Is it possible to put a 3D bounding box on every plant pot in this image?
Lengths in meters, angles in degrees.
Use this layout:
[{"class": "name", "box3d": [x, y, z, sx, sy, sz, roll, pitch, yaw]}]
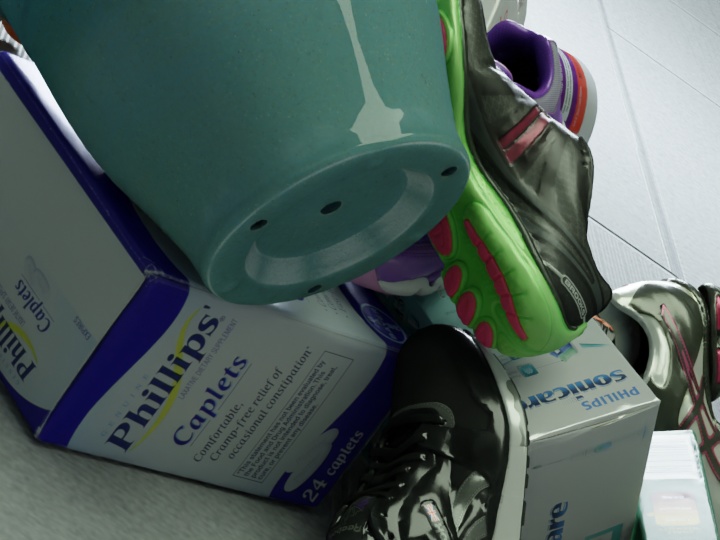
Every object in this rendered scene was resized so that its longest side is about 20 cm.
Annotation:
[{"class": "plant pot", "box3d": [-0.048, -0.094, 1.338, 0.200, 0.200, 0.188, 10, 48, -55]}]

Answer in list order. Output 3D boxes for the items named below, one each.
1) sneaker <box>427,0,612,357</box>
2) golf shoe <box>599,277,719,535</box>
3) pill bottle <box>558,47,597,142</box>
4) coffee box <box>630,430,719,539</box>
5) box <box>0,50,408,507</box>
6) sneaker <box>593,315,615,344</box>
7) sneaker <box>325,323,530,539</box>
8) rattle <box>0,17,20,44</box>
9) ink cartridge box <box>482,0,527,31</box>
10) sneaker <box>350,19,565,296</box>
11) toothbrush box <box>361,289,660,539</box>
[{"class": "sneaker", "box3d": [0.066, -0.056, 1.417, 0.084, 0.077, 0.200, -14, 84, -38]}, {"class": "golf shoe", "box3d": [0.182, 0.103, 1.720, 0.088, 0.077, 0.200, 5, 72, -36]}, {"class": "pill bottle", "box3d": [0.073, -0.140, 2.126, 0.200, 0.112, 0.112, 24, 22, -37]}, {"class": "coffee box", "box3d": [0.161, 0.177, 1.502, 0.044, 0.123, 0.200, 1, 23, 0]}, {"class": "box", "box3d": [-0.100, 0.006, 1.444, 0.200, 0.105, 0.184, 18, 26, -46]}, {"class": "sneaker", "box3d": [0.085, 0.032, 1.794, 0.200, 0.078, 0.075, 44, 47, 11]}, {"class": "sneaker", "box3d": [0.027, 0.112, 1.365, 0.088, 0.076, 0.200, 17, 58, -37]}, {"class": "rattle", "box3d": [-0.235, -0.205, 1.663, 0.200, 0.143, 0.130, 8, 15, -47]}, {"class": "ink cartridge box", "box3d": [0.039, -0.107, 1.700, 0.067, 0.200, 0.117, 19, -25, 10]}, {"class": "sneaker", "box3d": [0.045, -0.064, 1.483, 0.080, 0.089, 0.200, 27, 44, 18]}, {"class": "toothbrush box", "box3d": [0.062, 0.066, 1.515, 0.085, 0.147, 0.200, -15, 45, -22]}]
